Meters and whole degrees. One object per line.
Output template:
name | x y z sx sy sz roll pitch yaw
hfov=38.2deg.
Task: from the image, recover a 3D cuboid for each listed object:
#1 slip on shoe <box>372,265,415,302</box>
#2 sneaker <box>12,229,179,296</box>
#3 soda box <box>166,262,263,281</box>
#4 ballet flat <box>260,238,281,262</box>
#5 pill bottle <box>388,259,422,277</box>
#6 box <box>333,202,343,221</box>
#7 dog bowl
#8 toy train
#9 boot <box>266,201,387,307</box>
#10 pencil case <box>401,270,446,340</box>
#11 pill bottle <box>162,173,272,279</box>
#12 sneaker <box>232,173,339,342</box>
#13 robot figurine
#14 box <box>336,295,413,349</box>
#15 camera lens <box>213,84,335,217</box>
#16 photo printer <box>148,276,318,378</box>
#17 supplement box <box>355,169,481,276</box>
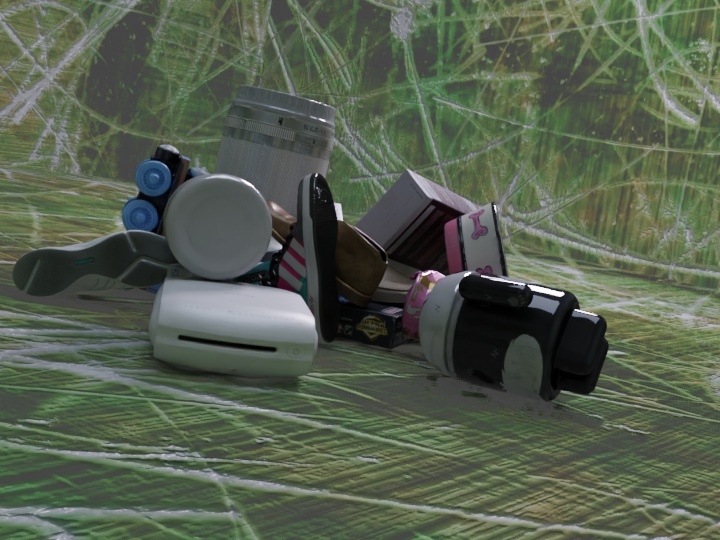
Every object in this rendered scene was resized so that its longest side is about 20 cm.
slip on shoe | 0.000 0.000 1.353 0.200 0.061 0.076 11 8 18
sneaker | -0.317 -0.009 1.267 0.200 0.070 0.080 -6 0 -12
soda box | -0.173 0.023 1.313 0.068 0.063 0.200 11 7 16
ballet flat | -0.157 -0.018 1.457 0.200 0.073 0.073 -6 -3 32
pill bottle | 0.005 0.000 1.557 0.112 0.113 0.200 5 8 -31
box | -0.044 -0.043 1.492 0.039 0.041 0.200 7 26 -8
dog bowl | 0.159 0.013 1.364 0.074 0.200 0.200 -10 4 9
toy train | -0.258 -0.061 1.368 0.114 0.200 0.087 19 3 -15
boot | -0.048 -0.041 1.293 0.200 0.075 0.074 37 14 23
pencil case | 0.146 0.063 1.241 0.200 0.083 0.087 16 46 10
pill bottle | -0.169 -0.054 1.193 0.114 0.114 0.200 8 3 -13
sneaker | -0.091 -0.012 1.233 0.121 0.200 0.084 -4 -9 21
robot figurine | 0.162 0.068 1.120 0.200 0.150 0.125 13 20 25
box | -0.020 0.052 1.364 0.198 0.050 0.200 10 7 19
camera lens | -0.128 -0.154 1.508 0.160 0.200 0.160 13 5 -1
photo printer | -0.130 0.056 1.057 0.166 0.069 0.200 8 6 -9
supplement box | 0.096 -0.059 1.436 0.200 0.109 0.061 20 29 -53
